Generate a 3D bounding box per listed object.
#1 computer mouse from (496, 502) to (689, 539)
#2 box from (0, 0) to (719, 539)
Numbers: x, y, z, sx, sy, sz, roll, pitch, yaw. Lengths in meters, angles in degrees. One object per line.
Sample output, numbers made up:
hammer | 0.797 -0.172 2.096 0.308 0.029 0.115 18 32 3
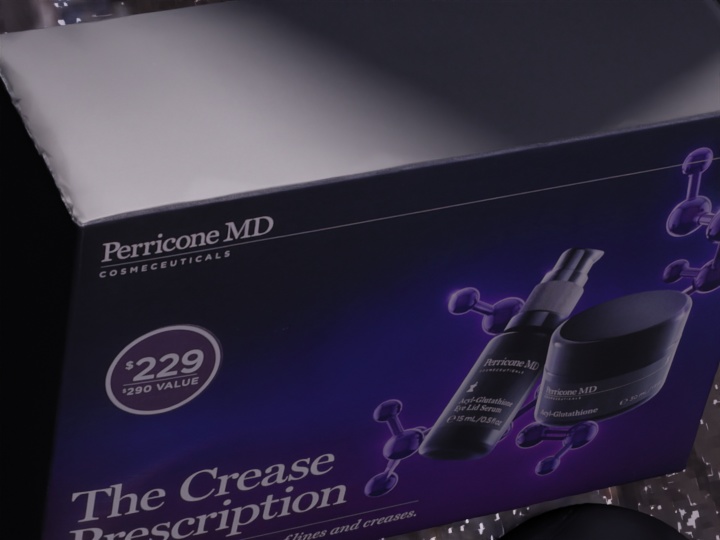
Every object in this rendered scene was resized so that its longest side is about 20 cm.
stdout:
computer mouse | 0.039 0.139 0.814 0.200 0.053 0.139 -41 91 -25
box | 0.000 0.000 0.781 0.199 0.142 0.079 -11 44 -23
